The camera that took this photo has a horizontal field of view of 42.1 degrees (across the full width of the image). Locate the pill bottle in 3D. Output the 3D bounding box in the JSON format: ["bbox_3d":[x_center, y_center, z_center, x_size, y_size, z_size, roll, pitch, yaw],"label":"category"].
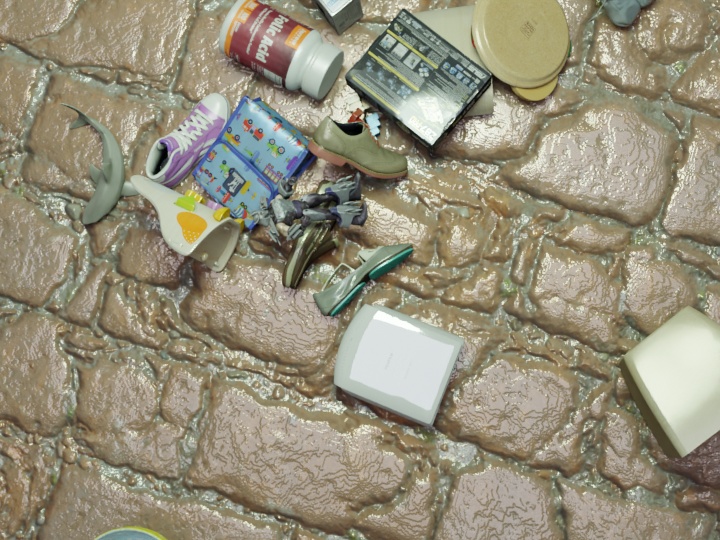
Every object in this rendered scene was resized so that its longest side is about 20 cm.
[{"bbox_3d":[-0.137,-0.388,1.639,0.199,0.114,0.115,29,90,6],"label":"pill bottle"}]

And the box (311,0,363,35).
[{"bbox_3d":[-0.082,-0.521,1.640,0.060,0.117,0.200,-39,84,2],"label":"box"}]

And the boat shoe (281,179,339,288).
[{"bbox_3d":[-0.072,-0.056,1.639,0.075,0.075,0.203,23,89,0],"label":"boat shoe"}]

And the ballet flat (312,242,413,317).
[{"bbox_3d":[0.000,0.000,1.634,0.200,0.067,0.064,-39,77,2],"label":"ballet flat"}]

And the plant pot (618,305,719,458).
[{"bbox_3d":[0.534,0.173,1.523,0.200,0.200,0.177,-38,74,2],"label":"plant pot"}]

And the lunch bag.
[{"bbox_3d":[-0.195,-0.184,1.659,0.150,0.094,0.200,41,104,4],"label":"lunch bag"}]

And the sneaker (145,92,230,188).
[{"bbox_3d":[-0.304,-0.233,1.647,0.073,0.114,0.201,34,89,7],"label":"sneaker"}]

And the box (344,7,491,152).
[{"bbox_3d":[0.098,-0.325,1.592,0.200,0.049,0.161,39,85,11],"label":"box"}]

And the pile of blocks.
[{"bbox_3d":[0.009,-0.278,1.647,0.082,0.062,0.201,7,88,5],"label":"pile of blocks"}]

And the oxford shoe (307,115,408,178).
[{"bbox_3d":[0.010,-0.210,1.592,0.071,0.199,0.075,53,123,45],"label":"oxford shoe"}]

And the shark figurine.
[{"bbox_3d":[-0.461,-0.201,1.674,0.127,0.090,0.216,-11,88,3],"label":"shark figurine"}]

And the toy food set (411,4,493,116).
[{"bbox_3d":[0.157,-0.369,1.647,0.143,0.060,0.201,-5,80,7],"label":"toy food set"}]

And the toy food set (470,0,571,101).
[{"bbox_3d":[0.278,-0.408,1.610,0.199,0.049,0.199,28,76,-16],"label":"toy food set"}]

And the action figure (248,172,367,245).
[{"bbox_3d":[-0.092,-0.107,1.575,0.199,0.069,0.131,-10,60,-13],"label":"action figure"}]

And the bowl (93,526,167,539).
[{"bbox_3d":[-0.388,0.535,1.620,0.199,0.108,0.201,0,88,4],"label":"bowl"}]

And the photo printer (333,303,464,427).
[{"bbox_3d":[0.060,0.158,1.618,0.199,0.069,0.167,22,89,6],"label":"photo printer"}]

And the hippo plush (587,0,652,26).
[{"bbox_3d":[0.408,-0.513,1.605,0.200,0.160,0.161,-39,54,-12],"label":"hippo plush"}]

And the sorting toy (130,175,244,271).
[{"bbox_3d":[-0.308,-0.098,1.603,0.180,0.200,0.107,35,87,10],"label":"sorting toy"}]
